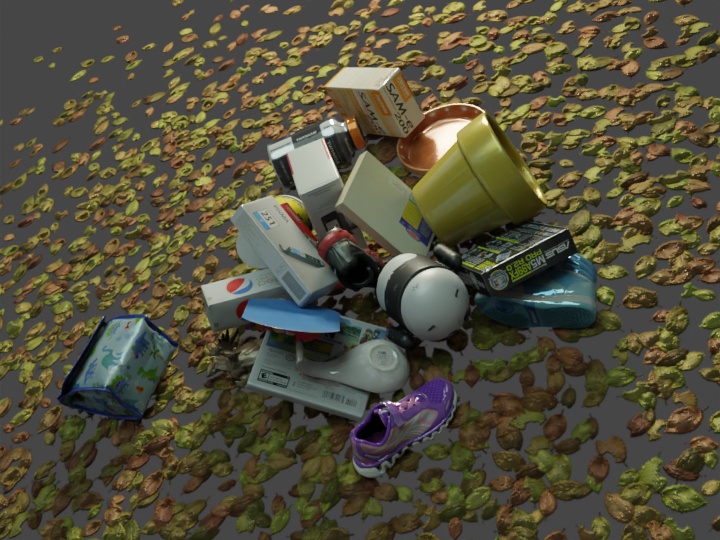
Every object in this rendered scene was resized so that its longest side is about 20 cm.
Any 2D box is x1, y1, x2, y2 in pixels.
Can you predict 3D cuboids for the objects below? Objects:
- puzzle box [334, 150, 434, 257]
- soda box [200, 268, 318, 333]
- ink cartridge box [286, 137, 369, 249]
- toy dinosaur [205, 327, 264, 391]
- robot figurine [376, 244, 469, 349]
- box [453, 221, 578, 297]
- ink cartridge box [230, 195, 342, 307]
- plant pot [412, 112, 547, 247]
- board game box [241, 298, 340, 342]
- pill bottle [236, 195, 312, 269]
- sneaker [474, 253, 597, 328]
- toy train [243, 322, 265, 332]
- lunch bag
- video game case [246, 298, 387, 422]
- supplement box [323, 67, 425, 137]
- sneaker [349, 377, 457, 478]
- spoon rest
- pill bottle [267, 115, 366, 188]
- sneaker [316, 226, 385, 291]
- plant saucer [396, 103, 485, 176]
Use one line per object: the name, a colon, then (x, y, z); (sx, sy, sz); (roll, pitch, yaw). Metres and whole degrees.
puzzle box: (0.054, -0.105, 1.713); (0.025, 0.200, 0.134); (-26, 31, 48)
soda box: (-0.181, 0.044, 1.691); (0.198, 0.064, 0.068); (-15, 36, -13)
ink cartridge box: (-0.060, -0.123, 1.780); (0.083, 0.201, 0.146); (-23, 41, 1)
toy dinosaur: (-0.191, 0.150, 1.680); (0.198, 0.087, 0.136); (-5, 14, 4)
robot figurine: (0.102, 0.042, 1.573); (0.124, 0.152, 0.200); (-10, 17, -18)
box: (0.247, -0.022, 1.553); (0.159, 0.045, 0.200); (-28, 10, -6)
ink cartridge box: (-0.110, -0.045, 1.663); (0.045, 0.200, 0.176); (-45, -11, 32)
plant pot: (0.202, -0.146, 1.681); (0.188, 0.201, 0.202); (-34, 40, 18)
board game box: (-0.113, 0.090, 1.543); (0.156, 0.039, 0.200); (9, 11, -3)
pill bottle: (-0.165, -0.070, 1.790); (0.111, 0.113, 0.200); (-14, 13, 15)
sneaker: (0.293, 0.023, 1.542); (0.198, 0.080, 0.131); (5, 53, 20)
toy train: (-0.149, 0.071, 1.753); (0.149, 0.056, 0.201); (-11, 35, -8)
lunch bag: (-0.470, 0.179, 1.772); (0.199, 0.128, 0.171); (-6, 48, 41)
video game case: (-0.070, 0.148, 1.588); (0.198, 0.022, 0.183); (16, 53, 3)
supplement box: (0.028, -0.356, 1.988); (0.074, 0.126, 0.199); (-46, 33, -20)
sneaker: (0.062, 0.230, 1.456); (0.200, 0.089, 0.080); (-37, 41, -11)
spoon rest: (-0.013, 0.153, 1.549); (0.198, 0.061, 0.100); (7, 53, -15)
pill bottle: (-0.089, -0.258, 1.995); (0.199, 0.107, 0.107); (-22, 42, 7)
sneaker: (0.000, 0.000, 1.645); (0.071, 0.200, 0.098); (-41, 58, 8)
plant saucer: (0.171, -0.262, 1.916); (0.199, 0.032, 0.201); (-15, 45, 15)
